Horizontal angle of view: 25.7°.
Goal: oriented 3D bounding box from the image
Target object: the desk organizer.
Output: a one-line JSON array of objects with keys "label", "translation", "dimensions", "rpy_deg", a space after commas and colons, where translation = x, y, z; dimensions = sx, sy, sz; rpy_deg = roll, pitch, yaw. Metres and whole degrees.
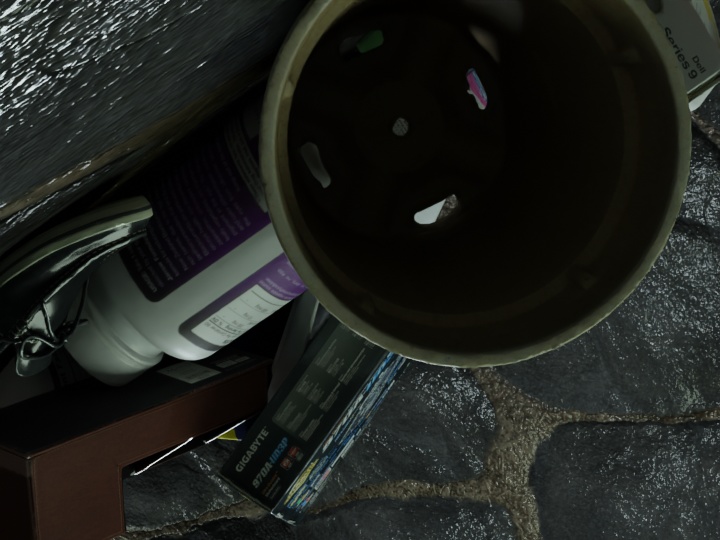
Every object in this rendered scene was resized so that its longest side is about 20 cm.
[{"label": "desk organizer", "translation": [-0.148, 0.111, 0.989], "dimensions": [0.072, 0.077, 0.200], "rpy_deg": [13, -158, 39]}]

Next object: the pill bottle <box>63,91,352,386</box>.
[{"label": "pill bottle", "translation": [-0.091, -0.016, 0.956], "dimensions": [0.200, 0.112, 0.111], "rpy_deg": [-34, -178, 14]}]

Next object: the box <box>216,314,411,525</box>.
[{"label": "box", "translation": [-0.011, 0.077, 1.068], "dimensions": [0.200, 0.046, 0.159], "rpy_deg": [-55, 170, -7]}]

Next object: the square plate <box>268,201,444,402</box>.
[{"label": "square plate", "translation": [0.000, 0.000, 1.092], "dimensions": [0.198, 0.028, 0.200], "rpy_deg": [-48, 168, -35]}]

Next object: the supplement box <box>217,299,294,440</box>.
[{"label": "supplement box", "translation": [-0.131, 0.051, 1.194], "dimensions": [0.200, 0.109, 0.109], "rpy_deg": [1, -159, 39]}]

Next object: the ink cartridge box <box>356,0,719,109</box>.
[{"label": "ink cartridge box", "translation": [0.100, -0.127, 0.927], "dimensions": [0.087, 0.146, 0.200], "rpy_deg": [-34, -178, -26]}]

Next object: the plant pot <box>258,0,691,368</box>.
[{"label": "plant pot", "translation": [0.038, -0.069, 0.792], "dimensions": [0.200, 0.201, 0.183], "rpy_deg": [-35, -167, -4]}]

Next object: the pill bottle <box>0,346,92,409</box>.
[{"label": "pill bottle", "translation": [-0.212, 0.086, 1.051], "dimensions": [0.112, 0.112, 0.200], "rpy_deg": [-34, 163, 36]}]

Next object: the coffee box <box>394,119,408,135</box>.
[{"label": "coffee box", "translation": [0.000, -0.105, 1.153], "dimensions": [0.113, 0.080, 0.200], "rpy_deg": [-33, -178, 37]}]

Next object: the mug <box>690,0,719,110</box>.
[{"label": "mug", "translation": [0.161, -0.170, 1.093], "dimensions": [0.153, 0.187, 0.149], "rpy_deg": [-15, 170, 24]}]

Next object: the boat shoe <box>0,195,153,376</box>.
[{"label": "boat shoe", "translation": [-0.190, 0.025, 0.897], "dimensions": [0.200, 0.062, 0.075], "rpy_deg": [-36, 179, 15]}]
